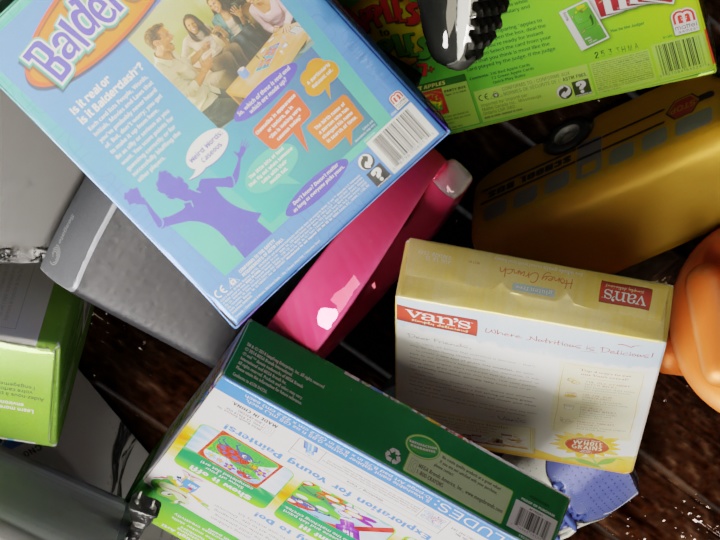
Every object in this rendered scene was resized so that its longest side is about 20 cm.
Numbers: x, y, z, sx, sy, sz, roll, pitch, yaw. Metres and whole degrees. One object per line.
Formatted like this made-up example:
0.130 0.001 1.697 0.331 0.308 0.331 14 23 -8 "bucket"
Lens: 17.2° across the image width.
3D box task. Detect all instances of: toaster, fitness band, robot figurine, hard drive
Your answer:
-0.212 0.178 1.342 0.129 0.114 0.200 28 120 -11 "toaster"
0.000 0.000 1.312 0.037 0.200 0.144 39 78 3 "fitness band"
0.244 0.029 1.317 0.117 0.200 0.144 42 105 22 "robot figurine"
-0.067 -0.047 1.265 0.134 0.042 0.200 30 104 -22 "hard drive"

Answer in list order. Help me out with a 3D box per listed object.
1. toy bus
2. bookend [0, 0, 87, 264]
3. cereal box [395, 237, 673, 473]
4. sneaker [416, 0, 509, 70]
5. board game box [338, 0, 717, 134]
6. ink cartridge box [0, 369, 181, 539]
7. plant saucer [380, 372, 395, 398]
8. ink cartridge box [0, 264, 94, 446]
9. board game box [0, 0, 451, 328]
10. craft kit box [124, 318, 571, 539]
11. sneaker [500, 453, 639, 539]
0.162 -0.054 1.317 0.199 0.078 0.065 -24 120 22 "toy bus"
-0.156 -0.111 1.295 0.197 0.092 0.201 0 115 -10 "bookend"
0.091 0.051 1.305 0.143 0.040 0.200 10 155 5 "cereal box"
0.029 -0.203 1.210 0.089 0.070 0.201 3 100 19 "sneaker"
0.083 -0.138 1.285 0.199 0.048 0.102 -13 122 12 "board game box"
-0.214 0.139 1.475 0.144 0.084 0.200 -26 120 20 "ink cartridge box"
0.087 0.051 1.375 0.070 0.019 0.200 21 155 -22 "plant saucer"
-0.257 0.013 1.353 0.199 0.148 0.076 7 126 0 "ink cartridge box"
-0.076 -0.094 1.195 0.152 0.045 0.200 -41 106 6 "board game box"
-0.013 0.129 1.312 0.199 0.049 0.198 30 144 -7 "craft kit box"
0.079 0.172 1.459 0.199 0.115 0.081 -23 121 19 "sneaker"
